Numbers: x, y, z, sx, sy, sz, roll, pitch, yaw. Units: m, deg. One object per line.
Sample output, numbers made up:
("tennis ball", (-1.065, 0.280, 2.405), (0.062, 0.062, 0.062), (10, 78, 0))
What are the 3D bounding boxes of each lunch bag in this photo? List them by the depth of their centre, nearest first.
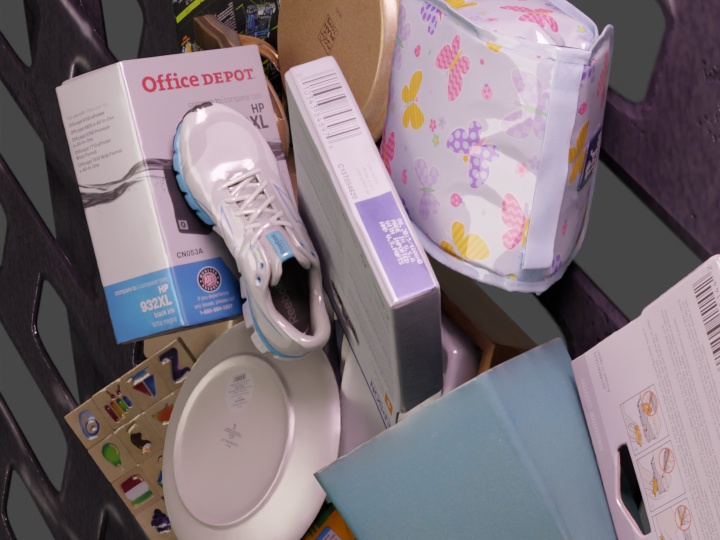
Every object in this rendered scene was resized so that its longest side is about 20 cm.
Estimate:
("lunch bag", (0.096, -0.092, 1.551), (0.200, 0.127, 0.170), (-131, 45, -64))

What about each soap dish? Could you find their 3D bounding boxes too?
("soap dish", (0.053, 0.100, 1.699), (0.157, 0.081, 0.200), (46, 132, 50))

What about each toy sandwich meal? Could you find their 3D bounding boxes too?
("toy sandwich meal", (0.006, -0.170, 1.773), (0.205, 0.070, 0.206), (4, 94, 60))

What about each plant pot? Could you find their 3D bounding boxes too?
("plant pot", (0.100, 0.171, 1.520), (0.141, 0.141, 0.200), (-33, 83, 26))

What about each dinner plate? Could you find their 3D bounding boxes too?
("dinner plate", (-0.091, 0.130, 1.788), (0.200, 0.024, 0.201), (-18, 63, 41))

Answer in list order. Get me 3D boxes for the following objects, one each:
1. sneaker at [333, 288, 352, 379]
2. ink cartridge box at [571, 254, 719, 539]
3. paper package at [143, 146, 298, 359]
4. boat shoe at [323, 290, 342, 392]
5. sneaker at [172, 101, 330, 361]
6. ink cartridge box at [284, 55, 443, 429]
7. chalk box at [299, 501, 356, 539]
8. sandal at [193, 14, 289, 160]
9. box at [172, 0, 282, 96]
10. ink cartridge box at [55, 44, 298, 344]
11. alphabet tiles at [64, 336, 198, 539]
("sneaker", (0.000, 0.000, 1.770), (0.084, 0.075, 0.200), (37, 135, 45))
("ink cartridge box", (0.213, 0.114, 1.440), (0.176, 0.045, 0.200), (-42, 56, 55))
("paper package", (-0.101, -0.003, 1.951), (0.191, 0.103, 0.200), (25, 116, 58))
("boat shoe", (-0.018, 0.048, 1.840), (0.066, 0.070, 0.200), (170, 96, -66))
("sneaker", (-0.067, -0.030, 1.679), (0.200, 0.075, 0.087), (64, 166, -7))
("ink cartridge box", (0.003, -0.012, 1.610), (0.200, 0.041, 0.200), (89, 160, -61))
("chalk box", (-0.051, 0.277, 1.826), (0.124, 0.125, 0.200), (45, 148, -8))
("sandal", (-0.086, -0.151, 1.876), (0.200, 0.054, 0.080), (-124, 29, -56))
("box", (-0.097, -0.225, 1.977), (0.200, 0.047, 0.194), (-28, 72, 59))
("ink cartridge box", (-0.128, -0.059, 1.761), (0.084, 0.145, 0.200), (-15, 88, 45))
("alphabet tiles", (-0.121, 0.137, 1.886), (0.200, 0.008, 0.167), (-34, 92, 27))
